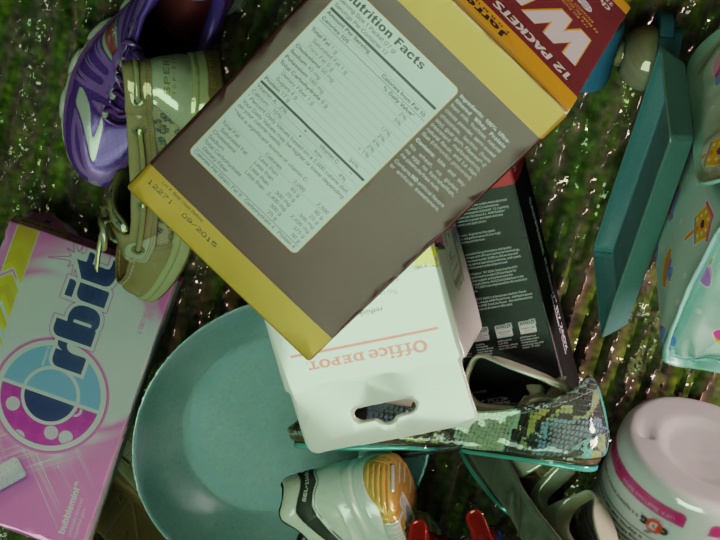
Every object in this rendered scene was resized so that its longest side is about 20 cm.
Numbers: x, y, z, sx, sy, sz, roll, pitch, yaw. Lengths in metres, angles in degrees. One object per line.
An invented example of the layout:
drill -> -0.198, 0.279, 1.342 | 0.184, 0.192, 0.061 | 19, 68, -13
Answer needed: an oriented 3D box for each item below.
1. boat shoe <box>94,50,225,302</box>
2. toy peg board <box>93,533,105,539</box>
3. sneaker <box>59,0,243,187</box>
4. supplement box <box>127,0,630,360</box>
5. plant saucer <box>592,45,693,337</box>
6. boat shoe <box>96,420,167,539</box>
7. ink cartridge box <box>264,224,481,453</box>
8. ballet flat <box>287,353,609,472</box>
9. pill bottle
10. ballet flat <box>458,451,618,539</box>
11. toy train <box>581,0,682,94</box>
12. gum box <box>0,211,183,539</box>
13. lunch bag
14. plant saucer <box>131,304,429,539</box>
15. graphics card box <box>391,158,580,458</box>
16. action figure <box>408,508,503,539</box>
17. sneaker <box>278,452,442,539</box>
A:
boat shoe -> -0.129, -0.058, 1.559 | 0.063, 0.073, 0.200 | 2, 137, -16
toy peg board -> -0.080, 0.268, 1.822 | 0.200, 0.098, 0.199 | 0, 106, 12
sneaker -> -0.134, -0.126, 1.575 | 0.081, 0.083, 0.200 | 27, 124, -5
supplement box -> 0.015, -0.094, 1.379 | 0.133, 0.197, 0.200 | 44, 115, -4
plant saucer -> 0.166, -0.043, 1.532 | 0.019, 0.070, 0.200 | 4, 144, -7
boat shoe -> -0.180, 0.113, 1.751 | 0.200, 0.065, 0.072 | 45, 131, 5
ink cartridge box -> 0.000, 0.000, 1.561 | 0.116, 0.067, 0.200 | -11, 104, 16
ballet flat -> 0.055, 0.083, 1.605 | 0.200, 0.074, 0.074 | 3, 123, 8
pill bottle -> 0.189, 0.190, 1.682 | 0.113, 0.113, 0.200 | 20, 124, 0
ballet flat -> 0.122, 0.149, 1.641 | 0.067, 0.200, 0.064 | 30, 113, -39
toy train -> 0.143, -0.191, 1.476 | 0.116, 0.085, 0.200 | 11, 124, -6
gum box -> -0.198, 0.069, 1.673 | 0.113, 0.066, 0.200 | 19, 90, 0
lunch bag -> 0.241, -0.056, 1.479 | 0.122, 0.170, 0.200 | 14, 124, -5
plant saucer -> -0.054, 0.105, 1.701 | 0.201, 0.039, 0.201 | -5, 111, -13
graphics card box -> 0.059, 0.016, 1.628 | 0.125, 0.051, 0.200 | -10, 112, 15
action figure -> 0.083, 0.203, 1.701 | 0.065, 0.052, 0.200 | -17, 159, 12
sneaker -> 0.003, 0.185, 1.691 | 0.088, 0.076, 0.200 | -8, 137, 13
